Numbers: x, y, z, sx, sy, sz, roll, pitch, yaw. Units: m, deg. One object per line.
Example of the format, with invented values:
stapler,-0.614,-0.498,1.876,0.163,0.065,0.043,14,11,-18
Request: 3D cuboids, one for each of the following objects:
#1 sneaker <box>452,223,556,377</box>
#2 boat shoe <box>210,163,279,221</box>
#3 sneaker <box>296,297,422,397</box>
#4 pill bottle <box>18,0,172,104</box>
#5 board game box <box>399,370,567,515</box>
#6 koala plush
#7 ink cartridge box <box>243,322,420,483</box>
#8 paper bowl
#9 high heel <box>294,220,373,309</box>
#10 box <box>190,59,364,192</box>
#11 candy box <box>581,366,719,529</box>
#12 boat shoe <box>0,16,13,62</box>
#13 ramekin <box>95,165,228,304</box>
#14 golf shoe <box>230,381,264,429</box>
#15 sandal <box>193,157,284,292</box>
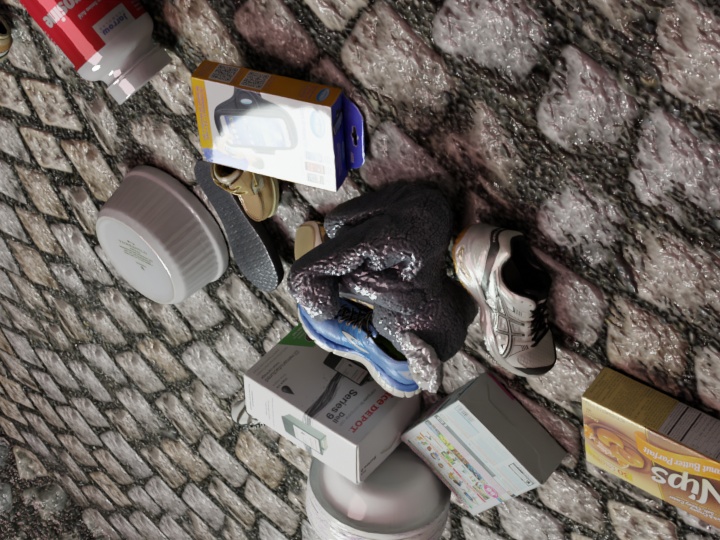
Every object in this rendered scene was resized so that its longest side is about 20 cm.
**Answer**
sneaker,0.172,0.039,1.513,0.087,0.076,0.201,2,133,46
boat shoe,-0.153,-0.132,1.731,0.073,0.066,0.202,24,145,34
sneaker,0.008,0.073,1.794,0.199,0.079,0.090,32,139,11
pill bottle,-0.320,-0.303,1.682,0.201,0.112,0.112,50,152,-11
board game box,0.152,0.223,1.795,0.148,0.064,0.200,47,151,-1
koala plush,0.054,0.023,1.557,0.182,0.178,0.201,-19,113,33
ink cartridge box,-0.035,0.169,1.885,0.198,0.146,0.085,28,141,26
paper bowl,0.026,0.288,1.906,0.199,0.200,0.105,29,135,26
high heel,0.000,0.000,1.728,0.141,0.072,0.200,14,-162,-27
box,-0.091,-0.160,1.583,0.197,0.042,0.120,15,135,20
candy box,0.336,0.196,1.518,0.198,0.055,0.116,25,146,32
boat shoe,-0.561,-0.379,1.958,0.199,0.075,0.068,41,146,-7
ramekin,-0.289,-0.042,2.005,0.201,0.094,0.204,33,150,22
golf shoe,-0.147,0.191,2.163,0.199,0.077,0.096,-12,102,56
sandal,-0.148,-0.066,1.852,0.076,0.043,0.202,-7,114,48
